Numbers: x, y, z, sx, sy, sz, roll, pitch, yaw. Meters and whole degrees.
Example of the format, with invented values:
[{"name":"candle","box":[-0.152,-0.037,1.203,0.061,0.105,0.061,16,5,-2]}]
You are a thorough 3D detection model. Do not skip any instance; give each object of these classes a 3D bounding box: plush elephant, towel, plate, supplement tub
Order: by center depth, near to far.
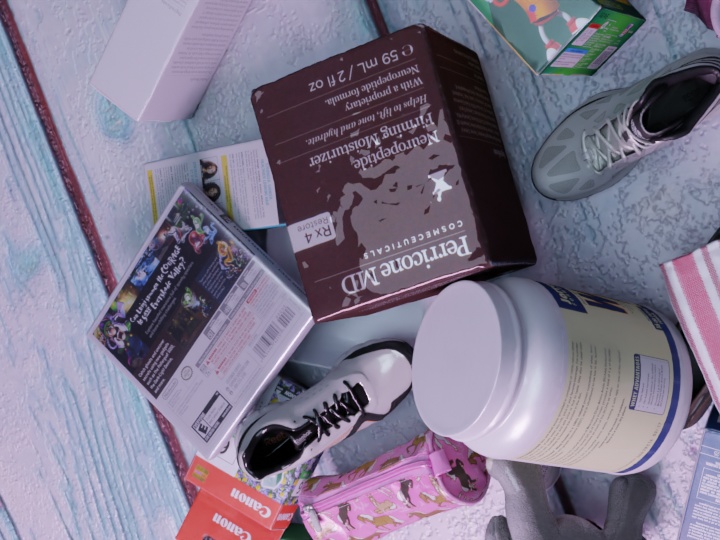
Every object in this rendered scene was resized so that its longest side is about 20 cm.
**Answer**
[{"name":"towel","box":[0.356,0.025,0.984,0.198,0.030,0.148,-23,78,15]},{"name":"supplement tub","box":[0.156,0.086,1.012,0.145,0.198,0.147,-29,56,53]},{"name":"plush elephant","box":[0.169,0.277,1.099,0.155,0.162,0.203,130,143,-57]},{"name":"plate","box":[0.000,0.000,1.182,0.197,0.032,0.203,10,102,21]}]

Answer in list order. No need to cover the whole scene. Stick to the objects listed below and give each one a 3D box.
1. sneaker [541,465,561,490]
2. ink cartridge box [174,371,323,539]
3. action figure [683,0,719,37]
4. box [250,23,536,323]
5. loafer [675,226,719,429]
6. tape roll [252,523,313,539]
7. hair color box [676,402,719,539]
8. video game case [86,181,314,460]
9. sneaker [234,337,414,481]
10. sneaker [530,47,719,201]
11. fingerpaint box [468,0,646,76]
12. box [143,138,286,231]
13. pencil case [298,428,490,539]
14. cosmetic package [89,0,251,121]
[{"name":"sneaker","box":[0.113,0.125,1.112,0.074,0.082,0.201,-28,103,24]},{"name":"ink cartridge box","box":[-0.109,0.200,1.221,0.108,0.050,0.202,25,89,19]},{"name":"action figure","box":[0.284,-0.281,0.957,0.132,0.149,0.203,-2,111,30]},{"name":"box","box":[0.032,-0.078,1.049,0.164,0.164,0.203,-18,84,20]},{"name":"loafer","box":[0.298,0.050,1.040,0.071,0.063,0.202,24,107,17]},{"name":"tape roll","box":[-0.066,0.364,1.260,0.198,0.048,0.204,4,101,24]},{"name":"hair color box","box":[0.302,0.222,1.046,0.060,0.100,0.203,15,104,19]},{"name":"video game case","box":[-0.153,0.050,1.179,0.182,0.023,0.201,43,115,12]},{"name":"sneaker","box":[-0.029,0.135,1.136,0.199,0.080,0.074,-34,98,6]},{"name":"sneaker","box":[0.215,-0.121,1.021,0.199,0.115,0.076,-32,85,25]},{"name":"fingerpaint box","box":[0.136,-0.241,0.991,0.073,0.200,0.167,-45,80,22]},{"name":"box","box":[-0.122,-0.077,1.187,0.198,0.049,0.084,-6,91,38]},{"name":"pencil case","box":[0.029,0.204,1.148,0.199,0.087,0.083,-30,102,38]},{"name":"cosmetic package","box":[-0.168,-0.246,1.180,0.071,0.101,0.201,36,110,15]}]
